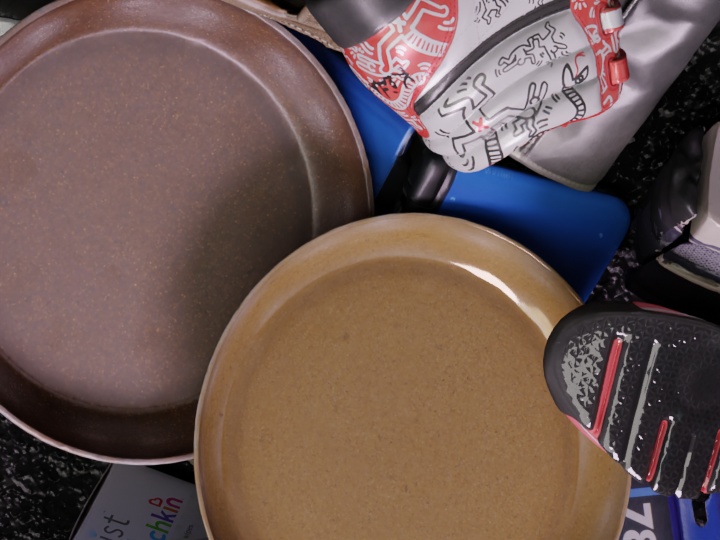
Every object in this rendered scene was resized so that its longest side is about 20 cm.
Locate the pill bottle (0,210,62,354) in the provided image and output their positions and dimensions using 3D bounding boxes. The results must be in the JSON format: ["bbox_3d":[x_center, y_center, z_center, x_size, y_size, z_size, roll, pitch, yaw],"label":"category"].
[{"bbox_3d":[-0.194,-0.012,0.880,0.200,0.112,0.112,37,120,-20],"label":"pill bottle"}]

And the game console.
[{"bbox_3d":[0.000,0.000,0.949,0.169,0.119,0.201,12,123,-29],"label":"game console"}]

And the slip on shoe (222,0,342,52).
[{"bbox_3d":[-0.008,-0.121,0.802,0.199,0.061,0.076,27,123,-9],"label":"slip on shoe"}]

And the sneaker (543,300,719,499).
[{"bbox_3d":[0.155,0.059,0.875,0.199,0.087,0.074,17,96,-25],"label":"sneaker"}]

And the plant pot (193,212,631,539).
[{"bbox_3d":[0.022,0.077,0.853,0.200,0.200,0.027,45,162,-10],"label":"plant pot"}]

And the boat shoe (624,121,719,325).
[{"bbox_3d":[0.212,-0.004,0.877,0.198,0.075,0.093,18,153,-10],"label":"boat shoe"}]

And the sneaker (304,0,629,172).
[{"bbox_3d":[0.082,-0.130,0.767,0.201,0.067,0.108,-44,113,-6],"label":"sneaker"}]

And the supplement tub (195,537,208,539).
[{"bbox_3d":[-0.042,0.223,0.921,0.106,0.107,0.201,-16,114,22],"label":"supplement tub"}]

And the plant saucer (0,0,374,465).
[{"bbox_3d":[-0.091,-0.020,0.844,0.198,0.034,0.202,-1,94,-23],"label":"plant saucer"}]

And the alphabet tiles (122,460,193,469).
[{"bbox_3d":[-0.107,0.013,0.996,0.166,0.006,0.200,-37,103,28],"label":"alphabet tiles"}]

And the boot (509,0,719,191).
[{"bbox_3d":[0.144,-0.110,0.830,0.181,0.073,0.201,38,114,9],"label":"boot"}]

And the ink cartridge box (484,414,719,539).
[{"bbox_3d":[0.080,0.105,0.907,0.198,0.039,0.100,-5,77,-11],"label":"ink cartridge box"}]

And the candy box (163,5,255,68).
[{"bbox_3d":[-0.043,-0.199,0.837,0.200,0.061,0.136,-37,104,27],"label":"candy box"}]

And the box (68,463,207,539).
[{"bbox_3d":[-0.081,0.224,1.048,0.175,0.097,0.201,19,121,1],"label":"box"}]

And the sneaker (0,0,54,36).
[{"bbox_3d":[-0.165,-0.151,0.889,0.198,0.071,0.100,9,92,-11],"label":"sneaker"}]
